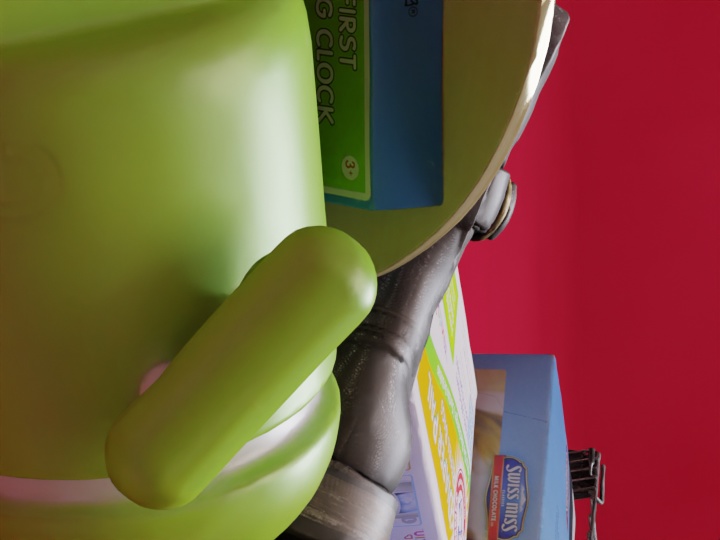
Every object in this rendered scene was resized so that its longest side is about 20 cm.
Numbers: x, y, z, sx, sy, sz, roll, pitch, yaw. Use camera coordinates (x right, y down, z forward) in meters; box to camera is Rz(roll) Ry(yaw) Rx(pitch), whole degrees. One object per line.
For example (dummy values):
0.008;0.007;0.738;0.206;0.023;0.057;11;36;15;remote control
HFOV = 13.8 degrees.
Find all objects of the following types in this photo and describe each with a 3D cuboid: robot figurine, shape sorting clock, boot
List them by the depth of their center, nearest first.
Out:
-0.065;-0.008;0.726;0.175;0.115;0.201;-140;-140;-58;robot figurine
-0.025;-0.094;0.798;0.039;0.200;0.201;-12;105;-43;shape sorting clock
0.000;0.000;0.894;0.175;0.069;0.200;-68;-163;-9;boot

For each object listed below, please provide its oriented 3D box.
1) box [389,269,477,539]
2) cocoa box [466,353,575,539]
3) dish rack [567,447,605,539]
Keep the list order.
-0.018;0.037;1.094;0.200;0.101;0.113;78;15;-54;box
0.016;0.148;1.215;0.131;0.133;0.201;78;15;-52;cocoa box
0.045;0.148;1.377;0.200;0.153;0.055;-76;155;-64;dish rack
